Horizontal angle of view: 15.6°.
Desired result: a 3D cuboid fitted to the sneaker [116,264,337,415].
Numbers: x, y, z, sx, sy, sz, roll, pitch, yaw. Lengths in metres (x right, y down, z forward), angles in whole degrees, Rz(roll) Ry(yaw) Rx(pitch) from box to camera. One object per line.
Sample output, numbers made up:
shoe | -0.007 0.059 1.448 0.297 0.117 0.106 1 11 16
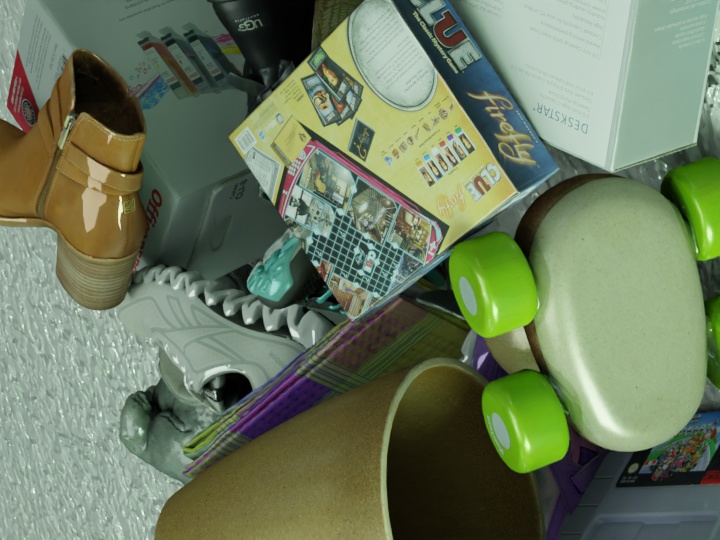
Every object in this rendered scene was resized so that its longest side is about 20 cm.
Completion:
sneaker | -0.100 0.050 1.753 0.200 0.081 0.075 13 160 44

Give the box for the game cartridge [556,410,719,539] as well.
game cartridge | 0.185 0.138 1.512 0.038 0.130 0.200 36 159 -21

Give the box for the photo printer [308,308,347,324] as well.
photo printer | 0.016 0.106 1.822 0.166 0.069 0.200 46 146 21

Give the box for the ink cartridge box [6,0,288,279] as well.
ink cartridge box | -0.134 -0.107 1.854 0.200 0.144 0.145 55 150 20

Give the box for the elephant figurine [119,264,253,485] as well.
elephant figurine | -0.099 0.061 1.954 0.155 0.142 0.200 27 123 9

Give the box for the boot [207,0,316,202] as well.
boot | -0.037 -0.146 1.646 0.073 0.198 0.163 -9 115 20

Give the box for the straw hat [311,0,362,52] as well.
straw hat | 0.038 -0.097 1.623 0.085 0.201 0.202 -5 112 17

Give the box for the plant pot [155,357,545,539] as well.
plant pot | -0.020 0.161 1.590 0.200 0.186 0.187 -12 101 30

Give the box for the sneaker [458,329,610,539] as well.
sneaker | 0.125 0.116 1.656 0.088 0.080 0.201 1 112 49

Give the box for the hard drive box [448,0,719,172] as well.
hard drive box | 0.112 -0.176 1.393 0.156 0.077 0.201 28 122 37

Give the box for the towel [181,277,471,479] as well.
towel | -0.006 0.080 1.678 0.200 0.144 0.023 -40 56 19

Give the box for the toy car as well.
toy car | 0.116 0.010 1.519 0.200 0.164 0.158 -151 45 -66

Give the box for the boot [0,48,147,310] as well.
boot | -0.205 -0.088 1.774 0.200 0.074 0.155 42 138 30

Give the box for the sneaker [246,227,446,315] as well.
sneaker | 0.000 0.000 1.695 0.091 0.200 0.078 47 116 8

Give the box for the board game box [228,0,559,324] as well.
board game box | 0.014 -0.066 1.465 0.136 0.035 0.200 57 145 4
